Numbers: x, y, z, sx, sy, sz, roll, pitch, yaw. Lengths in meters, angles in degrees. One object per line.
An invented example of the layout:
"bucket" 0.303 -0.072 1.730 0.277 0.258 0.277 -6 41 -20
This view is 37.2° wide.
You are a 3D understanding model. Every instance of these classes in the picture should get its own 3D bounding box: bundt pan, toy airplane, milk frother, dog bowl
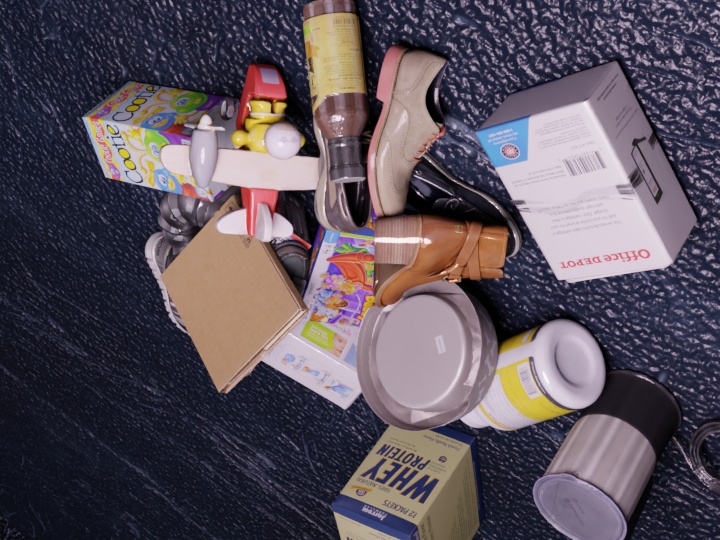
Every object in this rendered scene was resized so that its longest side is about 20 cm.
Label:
"bundt pan" -0.215 -0.056 1.564 0.201 0.076 0.202 23 138 23
"toy airplane" -0.114 -0.132 1.296 0.199 0.200 0.141 49 154 -11
"milk frother" 0.344 0.241 1.271 0.200 0.188 0.181 -13 118 47
"dog bowl" 0.086 0.104 1.353 0.200 0.059 0.201 -8 77 40

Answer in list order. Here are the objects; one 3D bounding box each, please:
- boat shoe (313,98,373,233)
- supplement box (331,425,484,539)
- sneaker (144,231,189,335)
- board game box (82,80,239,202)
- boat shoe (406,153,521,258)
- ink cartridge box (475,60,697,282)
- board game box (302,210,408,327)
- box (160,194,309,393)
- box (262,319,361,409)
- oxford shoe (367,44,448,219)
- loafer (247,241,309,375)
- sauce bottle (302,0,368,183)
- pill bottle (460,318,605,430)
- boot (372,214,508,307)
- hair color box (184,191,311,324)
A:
"boat shoe" -0.006 -0.140 1.255 0.073 0.074 0.201 18 114 48
"supplement box" 0.078 0.363 1.616 0.134 0.200 0.200 16 136 29
"sneaker" -0.267 0.030 1.693 0.087 0.074 0.200 4 125 47
"board game box" -0.260 -0.178 1.457 0.200 0.103 0.105 14 135 31
"boat shoe" 0.103 -0.076 1.275 0.200 0.062 0.075 38 141 2
"ink cartridge box" 0.237 -0.097 1.116 0.146 0.084 0.200 -10 121 46
"board game box" 0.000 0.000 1.400 0.134 0.045 0.200 7 143 -11
"box" -0.167 0.029 1.368 0.163 0.021 0.200 -45 59 21
"box" -0.069 0.087 1.520 0.200 0.113 0.101 30 143 -5
"oxford shoe" 0.055 -0.147 1.196 0.075 0.070 0.201 12 111 18
"loafer" -0.117 0.055 1.393 0.072 0.063 0.200 16 122 -25
"sauce bottle" -0.024 -0.198 1.186 0.065 0.065 0.201 -9 86 45
"pill bottle" 0.205 0.140 1.356 0.112 0.112 0.200 48 143 -9
"boot" 0.093 -0.009 1.270 0.155 0.077 0.200 1 151 1
"hair color box" -0.157 -0.011 1.446 0.064 0.111 0.200 34 113 -29
